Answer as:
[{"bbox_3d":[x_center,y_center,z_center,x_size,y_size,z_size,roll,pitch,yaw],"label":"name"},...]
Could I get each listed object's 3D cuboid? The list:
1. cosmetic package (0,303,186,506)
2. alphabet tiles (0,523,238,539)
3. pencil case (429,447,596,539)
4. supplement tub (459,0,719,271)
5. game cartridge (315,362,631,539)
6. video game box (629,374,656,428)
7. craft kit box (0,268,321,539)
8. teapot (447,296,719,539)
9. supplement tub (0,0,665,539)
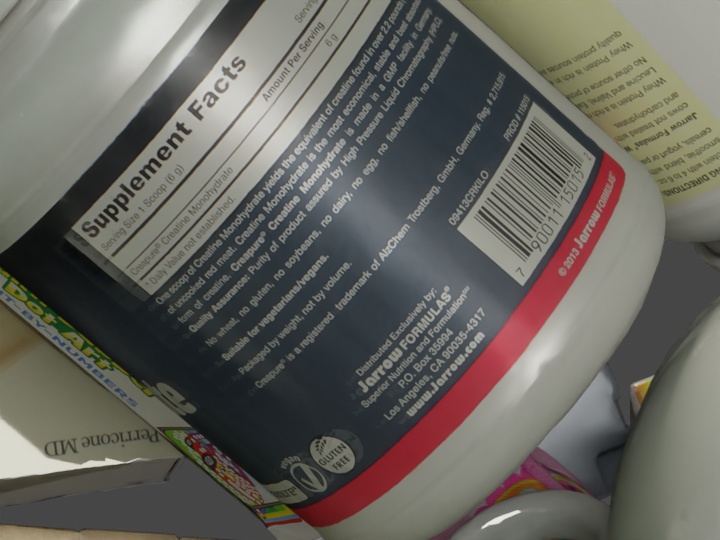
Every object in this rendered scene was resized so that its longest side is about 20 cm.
[{"bbox_3d":[-0.122,-0.026,0.957,0.103,0.073,0.202,-8,80,-11],"label":"cosmetic package"},{"bbox_3d":[-0.081,0.184,0.956,0.166,0.008,0.202,5,78,-8],"label":"alphabet tiles"},{"bbox_3d":[0.004,0.139,0.918,0.087,0.087,0.200,43,85,1],"label":"pencil case"},{"bbox_3d":[0.095,-0.101,0.887,0.200,0.145,0.145,44,75,-20],"label":"supplement tub"},{"bbox_3d":[0.000,0.000,0.990,0.133,0.040,0.201,-19,82,-15],"label":"game cartridge"},{"bbox_3d":[0.204,0.094,0.916,0.181,0.047,0.201,-22,69,-5],"label":"video game box"},{"bbox_3d":[-0.036,-0.052,0.928,0.197,0.048,0.201,41,65,-14],"label":"craft kit box"},{"bbox_3d":[0.143,0.063,0.833,0.199,0.146,0.198,15,111,-28],"label":"teapot"},{"bbox_3d":[-0.027,-0.031,0.825,0.200,0.140,0.141,41,76,-11],"label":"supplement tub"}]
